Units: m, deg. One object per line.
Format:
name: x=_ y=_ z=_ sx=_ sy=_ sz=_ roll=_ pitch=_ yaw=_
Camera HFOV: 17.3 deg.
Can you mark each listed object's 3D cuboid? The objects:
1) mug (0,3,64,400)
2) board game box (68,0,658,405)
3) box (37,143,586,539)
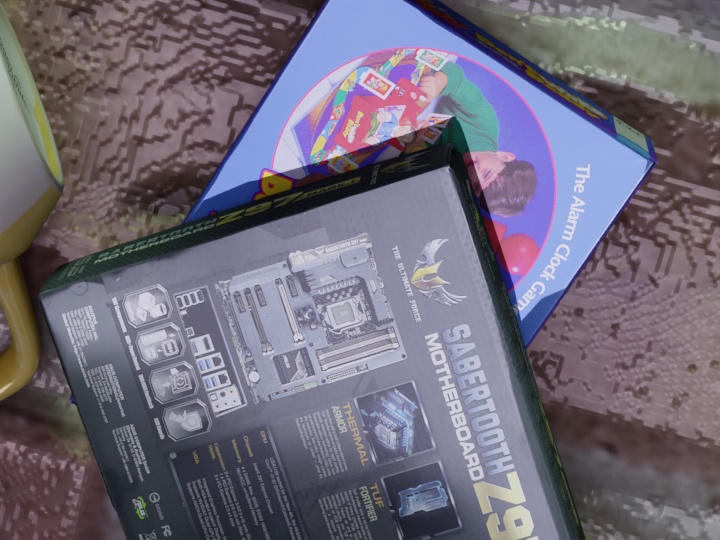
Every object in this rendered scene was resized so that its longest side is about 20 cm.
mug: x=-0.191 y=-0.035 z=0.872 sx=0.153 sy=0.187 sz=0.150 roll=-21 pitch=69 yaw=0
board game box: x=0.000 y=0.000 z=0.894 sx=0.134 sy=0.045 sz=0.200 roll=33 pitch=104 yaw=-4
box: x=-0.010 y=0.071 z=0.863 sx=0.158 sy=0.051 sz=0.200 roll=-18 pitch=101 yaw=9
